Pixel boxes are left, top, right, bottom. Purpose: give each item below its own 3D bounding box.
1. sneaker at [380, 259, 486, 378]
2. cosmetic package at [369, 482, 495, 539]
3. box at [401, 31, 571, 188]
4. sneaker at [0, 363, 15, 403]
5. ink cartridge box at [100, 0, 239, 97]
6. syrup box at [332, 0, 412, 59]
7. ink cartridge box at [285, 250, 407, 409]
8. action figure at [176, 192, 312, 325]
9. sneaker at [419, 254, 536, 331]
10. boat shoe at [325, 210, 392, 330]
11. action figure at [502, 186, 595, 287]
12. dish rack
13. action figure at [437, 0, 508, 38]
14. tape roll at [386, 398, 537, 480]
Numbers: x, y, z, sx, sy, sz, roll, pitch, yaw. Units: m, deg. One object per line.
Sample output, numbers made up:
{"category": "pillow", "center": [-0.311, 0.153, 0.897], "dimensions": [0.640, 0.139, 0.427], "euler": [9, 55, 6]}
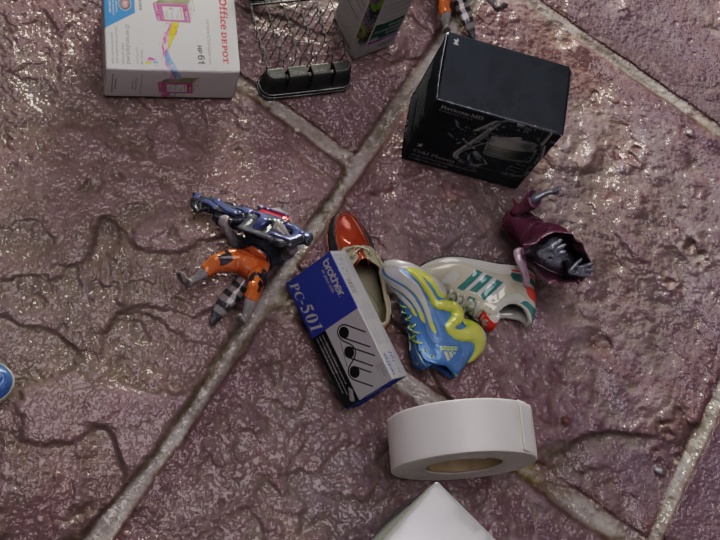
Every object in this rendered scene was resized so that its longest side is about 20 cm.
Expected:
{"category": "sneaker", "center": [0.092, 0.076, 1.606], "dimensions": [0.200, 0.076, 0.106], "euler": [40, 65, -15]}
{"category": "cosmetic package", "center": [0.077, 0.400, 1.429], "dimensions": [0.166, 0.200, 0.167], "euler": [44, 65, 5]}
{"category": "box", "center": [0.186, -0.237, 1.702], "dimensions": [0.198, 0.197, 0.125], "euler": [14, 67, -8]}
{"category": "sneaker", "center": [-0.540, 0.121, 1.423], "dimensions": [0.198, 0.111, 0.078], "euler": [15, 66, -9]}
{"category": "ink cartridge box", "center": [-0.283, -0.340, 1.680], "dimensions": [0.198, 0.085, 0.146], "euler": [-1, 70, -16]}
{"category": "syrup box", "center": [0.025, -0.417, 1.726], "dimensions": [0.078, 0.200, 0.082], "euler": [-23, 75, -21]}
{"category": "ink cartridge box", "center": [-0.021, 0.082, 1.580], "dimensions": [0.044, 0.094, 0.201], "euler": [-4, 64, -57]}
{"category": "action figure", "center": [-0.173, -0.027, 1.597], "dimensions": [0.199, 0.105, 0.194], "euler": [26, 55, 25]}
{"category": "sneaker", "center": [0.170, 0.038, 1.662], "dimensions": [0.197, 0.070, 0.094], "euler": [6, 62, -15]}
{"category": "boat shoe", "center": [0.000, 0.000, 1.638], "dimensions": [0.070, 0.063, 0.202], "euler": [-10, 71, -16]}
{"category": "action figure", "center": [0.259, -0.043, 1.683], "dimensions": [0.148, 0.135, 0.200], "euler": [-26, 35, -11]}
{"category": "dish rack", "center": [-0.102, -0.373, 1.759], "dimensions": [0.152, 0.055, 0.202], "euler": [-9, 70, -19]}
{"category": "action figure", "center": [0.121, -0.468, 1.849], "dimensions": [0.199, 0.105, 0.195], "euler": [-28, 70, 3]}
{"category": "tape roll", "center": [0.136, 0.228, 1.509], "dimensions": [0.200, 0.203, 0.072], "euler": [1, 68, -14]}
